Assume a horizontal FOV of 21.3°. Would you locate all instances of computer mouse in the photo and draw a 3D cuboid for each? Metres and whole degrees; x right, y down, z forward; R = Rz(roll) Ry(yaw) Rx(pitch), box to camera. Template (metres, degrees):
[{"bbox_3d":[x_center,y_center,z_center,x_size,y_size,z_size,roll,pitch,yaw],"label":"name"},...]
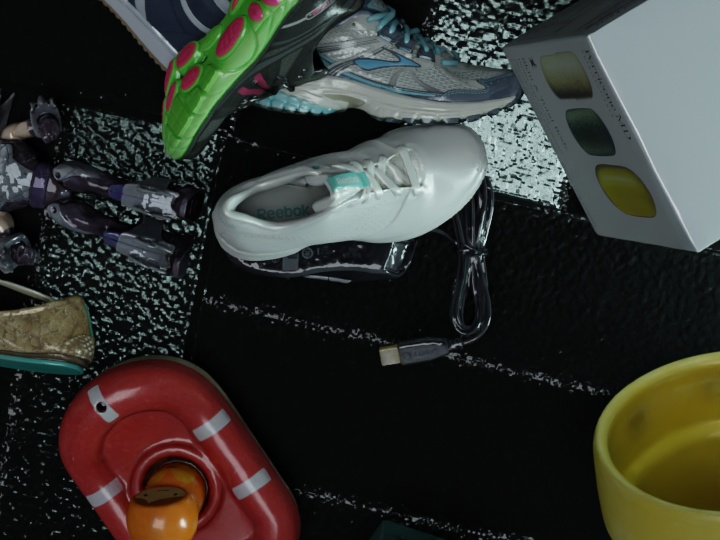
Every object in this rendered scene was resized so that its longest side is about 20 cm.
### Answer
[{"bbox_3d":[0.000,0.000,1.373,0.198,0.046,0.142,-4,84,-2],"label":"computer mouse"}]

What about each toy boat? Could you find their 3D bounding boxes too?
[{"bbox_3d":[-0.137,0.162,1.386,0.130,0.131,0.201,-33,98,11],"label":"toy boat"}]

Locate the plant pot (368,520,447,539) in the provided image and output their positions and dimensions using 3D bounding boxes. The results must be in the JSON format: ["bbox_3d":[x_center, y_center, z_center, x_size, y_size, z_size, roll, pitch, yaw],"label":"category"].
[{"bbox_3d":[0.028,0.298,1.402,0.140,0.141,0.202,19,96,1],"label":"plant pot"}]

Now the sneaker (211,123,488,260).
[{"bbox_3d":[-0.004,-0.055,1.312,0.198,0.089,0.076,-18,81,-5],"label":"sneaker"}]

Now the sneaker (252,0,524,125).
[{"bbox_3d":[0.017,-0.148,1.331,0.198,0.078,0.087,4,100,4],"label":"sneaker"}]

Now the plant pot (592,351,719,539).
[{"bbox_3d":[0.270,0.187,1.333,0.198,0.201,0.191,-8,118,7],"label":"plant pot"}]

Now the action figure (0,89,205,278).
[{"bbox_3d":[-0.213,-0.057,1.378,0.198,0.069,0.131,16,113,6],"label":"action figure"}]

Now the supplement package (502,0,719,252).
[{"bbox_3d":[0.210,-0.118,1.238,0.150,0.200,0.153,-30,99,-7],"label":"supplement package"}]

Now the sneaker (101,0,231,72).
[{"bbox_3d":[-0.143,-0.226,1.313,0.200,0.070,0.108,44,130,-11],"label":"sneaker"}]

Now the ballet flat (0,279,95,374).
[{"bbox_3d":[-0.292,0.038,1.416,0.198,0.071,0.066,4,76,2],"label":"ballet flat"}]

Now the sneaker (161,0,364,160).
[{"bbox_3d":[-0.068,-0.134,1.280,0.083,0.077,0.200,20,136,-31],"label":"sneaker"}]
